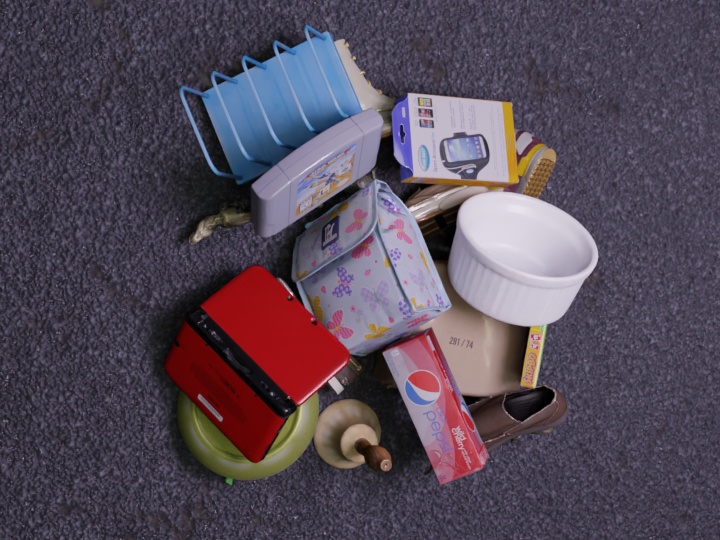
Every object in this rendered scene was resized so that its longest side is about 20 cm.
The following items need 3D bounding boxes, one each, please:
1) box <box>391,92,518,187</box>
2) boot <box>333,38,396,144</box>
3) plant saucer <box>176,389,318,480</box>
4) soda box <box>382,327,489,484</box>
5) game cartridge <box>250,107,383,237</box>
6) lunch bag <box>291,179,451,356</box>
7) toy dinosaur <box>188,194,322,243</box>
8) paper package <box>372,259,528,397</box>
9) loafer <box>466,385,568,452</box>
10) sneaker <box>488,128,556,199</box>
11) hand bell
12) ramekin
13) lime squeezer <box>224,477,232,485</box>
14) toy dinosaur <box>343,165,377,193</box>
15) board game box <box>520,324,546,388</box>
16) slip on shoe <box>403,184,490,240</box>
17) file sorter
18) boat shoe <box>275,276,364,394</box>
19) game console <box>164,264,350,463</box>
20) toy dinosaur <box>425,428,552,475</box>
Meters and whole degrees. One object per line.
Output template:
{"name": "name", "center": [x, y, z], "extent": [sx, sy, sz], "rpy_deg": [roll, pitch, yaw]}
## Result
{"name": "box", "center": [0.126, -0.181, 1.707], "extent": [0.199, 0.041, 0.119], "rpy_deg": [1, 80, -27]}
{"name": "boot", "center": [0.007, -0.255, 1.726], "extent": [0.200, 0.072, 0.155], "rpy_deg": [-23, 86, -32]}
{"name": "plant saucer", "center": [-0.158, 0.190, 1.703], "extent": [0.199, 0.031, 0.201], "rpy_deg": [0, 79, -1]}
{"name": "soda box", "center": [0.103, 0.184, 1.669], "extent": [0.070, 0.063, 0.200], "rpy_deg": [-24, 92, 13]}
{"name": "game cartridge", "center": [-0.055, -0.129, 1.594], "extent": [0.200, 0.133, 0.042], "rpy_deg": [-35, 77, -18]}
{"name": "lunch bag", "center": [0.000, 0.000, 1.676], "extent": [0.127, 0.169, 0.200], "rpy_deg": [2, 64, -54]}
{"name": "toy dinosaur", "center": [-0.142, -0.082, 1.687], "extent": [0.199, 0.088, 0.048], "rpy_deg": [-13, 88, -14]}
{"name": "paper package", "center": [0.135, 0.083, 1.781], "extent": [0.199, 0.103, 0.191], "rpy_deg": [8, 93, -16]}
{"name": "loafer", "center": [0.194, 0.202, 1.725], "extent": [0.199, 0.073, 0.071], "rpy_deg": [-21, 145, -2]}
{"name": "sneaker", "center": [0.207, -0.112, 1.807], "extent": [0.075, 0.090, 0.200], "rpy_deg": [5, 119, -56]}
{"name": "hand bell", "center": [0.009, 0.248, 1.707], "extent": [0.104, 0.200, 0.104], "rpy_deg": [-1, 95, -17]}
{"name": "ramekin", "center": [0.216, -0.013, 1.687], "extent": [0.200, 0.201, 0.098], "rpy_deg": [6, 126, -17]}
{"name": "lime squeezer", "center": [-0.154, 0.206, 1.740], "extent": [0.071, 0.038, 0.200], "rpy_deg": [35, 84, -16]}
{"name": "toy dinosaur", "center": [-0.025, -0.145, 1.730], "extent": [0.200, 0.047, 0.088], "rpy_deg": [13, 60, -32]}
{"name": "board game box", "center": [0.255, 0.108, 1.779], "extent": [0.030, 0.200, 0.096], "rpy_deg": [10, 95, 12]}
{"name": "slip on shoe", "center": [0.090, -0.088, 1.770], "extent": [0.200, 0.076, 0.061], "rpy_deg": [-23, 59, 5]}
{"name": "file sorter", "center": [-0.117, -0.219, 1.617], "extent": [0.200, 0.123, 0.139], "rpy_deg": [-24, 86, 12]}
{"name": "boat shoe", "center": [-0.067, 0.084, 1.738], "extent": [0.059, 0.072, 0.200], "rpy_deg": [-38, 108, -10]}
{"name": "game console", "center": [-0.143, 0.126, 1.661], "extent": [0.200, 0.173, 0.119], "rpy_deg": [43, 37, 18]}
{"name": "toy dinosaur", "center": [0.180, 0.252, 1.801], "extent": [0.200, 0.088, 0.048], "rpy_deg": [-22, 87, -6]}
